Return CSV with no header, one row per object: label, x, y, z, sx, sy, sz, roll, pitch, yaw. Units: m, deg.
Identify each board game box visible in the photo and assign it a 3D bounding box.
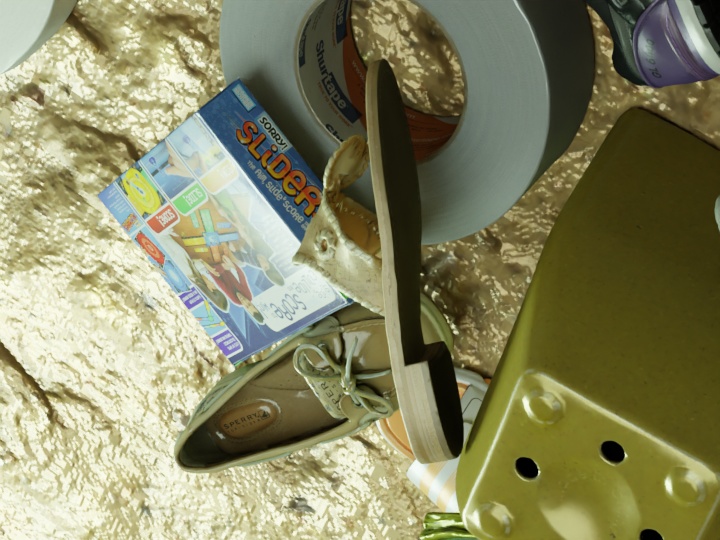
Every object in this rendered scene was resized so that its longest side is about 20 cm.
board game box,-0.071,-0.022,1.489,0.136,0.034,0.200,52,156,-5

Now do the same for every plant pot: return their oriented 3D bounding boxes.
plant pot,0.154,0.074,1.359,0.194,0.200,0.196,29,128,13

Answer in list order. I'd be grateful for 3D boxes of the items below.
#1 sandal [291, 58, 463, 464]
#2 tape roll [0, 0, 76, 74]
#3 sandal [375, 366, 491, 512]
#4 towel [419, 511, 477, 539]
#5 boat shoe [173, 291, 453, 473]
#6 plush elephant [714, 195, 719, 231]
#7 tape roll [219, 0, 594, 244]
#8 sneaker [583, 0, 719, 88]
sandal,-0.001,0.000,1.367,0.069,0.078,0.213,-11,92,15
tape roll,-0.254,-0.211,1.543,0.202,0.037,0.204,14,122,24
sandal,0.093,0.130,1.517,0.206,0.059,0.079,32,128,12
towel,0.130,0.183,1.472,0.200,0.018,0.086,31,159,-32
boat shoe,-0.028,0.073,1.523,0.200,0.063,0.073,-32,95,38
plush elephant,0.258,-0.017,1.202,0.164,0.155,0.200,38,131,-3
tape roll,0.024,-0.117,1.413,0.199,0.066,0.201,15,124,24
sneaker,0.126,-0.181,1.315,0.087,0.076,0.201,-11,110,41
